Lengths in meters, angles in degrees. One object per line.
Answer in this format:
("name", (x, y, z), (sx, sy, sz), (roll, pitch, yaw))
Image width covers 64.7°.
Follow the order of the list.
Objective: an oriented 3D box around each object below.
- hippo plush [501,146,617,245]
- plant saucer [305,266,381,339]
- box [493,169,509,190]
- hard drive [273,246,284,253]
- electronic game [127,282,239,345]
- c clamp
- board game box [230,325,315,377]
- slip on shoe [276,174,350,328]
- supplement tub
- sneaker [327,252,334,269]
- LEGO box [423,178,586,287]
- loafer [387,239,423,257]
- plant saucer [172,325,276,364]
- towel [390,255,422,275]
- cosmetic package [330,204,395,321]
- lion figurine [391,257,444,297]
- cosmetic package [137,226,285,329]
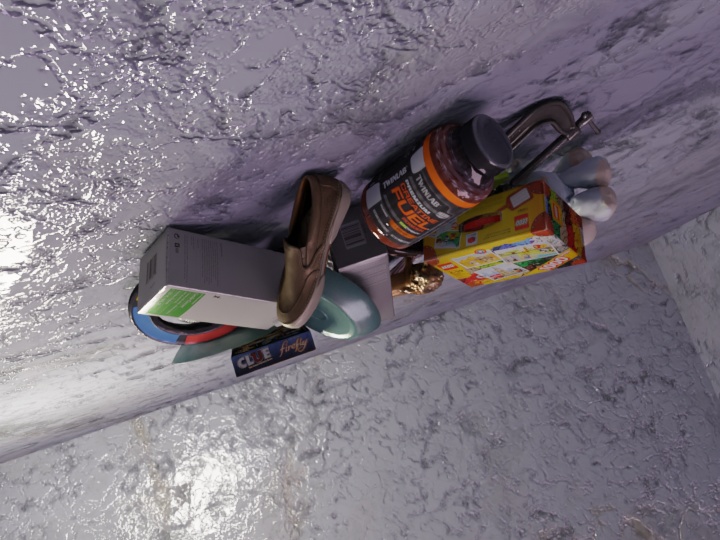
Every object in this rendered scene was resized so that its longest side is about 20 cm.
("hippo plush", (0.310, -0.143, 0.950), (0.159, 0.162, 0.200), (11, -165, -34))
("plant saucer", (-0.064, 0.055, 0.902), (0.036, 0.198, 0.200), (-61, -170, -28))
("box", (0.132, -0.113, 0.916), (0.120, 0.048, 0.200), (-13, 165, -28))
("hard drive", (-0.204, 0.035, 0.972), (0.197, 0.033, 0.140), (-18, 148, -6))
("electronic game", (-0.260, 0.054, 0.895), (0.197, 0.042, 0.202), (-14, 142, -11))
("c clamp", (0.245, -0.162, 0.807), (0.199, 0.027, 0.170), (-40, 148, 18))
("board game box", (-0.156, 0.131, 0.994), (0.133, 0.035, 0.200), (-18, -177, -12))
("slip on shoe", (-0.075, -0.024, 0.725), (0.060, 0.076, 0.203), (11, 107, -45))
("supplement tub", (0.095, -0.113, 0.722), (0.106, 0.109, 0.199), (-8, 163, -42))
("sneaker", (-0.027, -0.013, 1.088), (0.081, 0.075, 0.200), (-51, -177, -43))
("LEGO box", (0.217, -0.048, 0.862), (0.198, 0.079, 0.148), (-15, 153, 39))
("loafer", (0.097, -0.054, 1.059), (0.198, 0.074, 0.071), (-6, 162, -47))
("plant saucer", (-0.255, 0.119, 1.052), (0.198, 0.039, 0.201), (-18, -176, 1))
("towel", (0.067, 0.021, 1.279), (0.146, 0.030, 0.200), (-42, 178, -39))
("cosmetic package", (0.000, 0.000, 0.926), (0.089, 0.108, 0.201), (-19, 149, -2))
("lion figurine", (0.065, 0.025, 1.094), (0.197, 0.073, 0.123), (-25, -156, 13))
("cosmetic package", (-0.190, 0.017, 0.782), (0.198, 0.086, 0.107), (13, 149, -36))
